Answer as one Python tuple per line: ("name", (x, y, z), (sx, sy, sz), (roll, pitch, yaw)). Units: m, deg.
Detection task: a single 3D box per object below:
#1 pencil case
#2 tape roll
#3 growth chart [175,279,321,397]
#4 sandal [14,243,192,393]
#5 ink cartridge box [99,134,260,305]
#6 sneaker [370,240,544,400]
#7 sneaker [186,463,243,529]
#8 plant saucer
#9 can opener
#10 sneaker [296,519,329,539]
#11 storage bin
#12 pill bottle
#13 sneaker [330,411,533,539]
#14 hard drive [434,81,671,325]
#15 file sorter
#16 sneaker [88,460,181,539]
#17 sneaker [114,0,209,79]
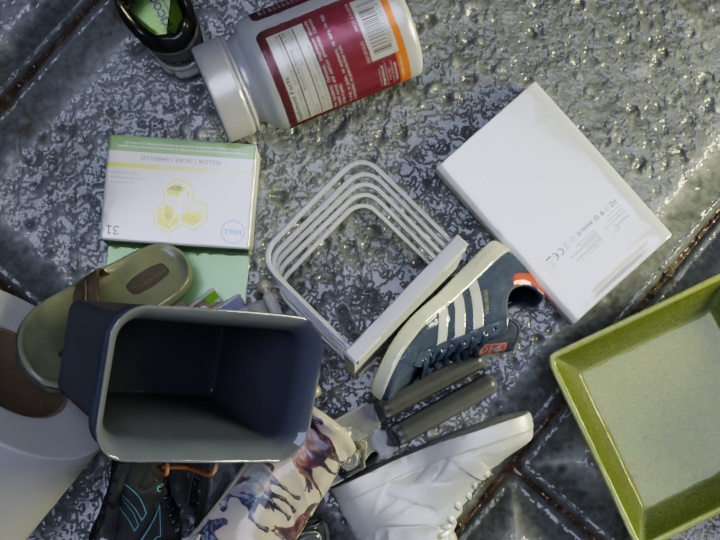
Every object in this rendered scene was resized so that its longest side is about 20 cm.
("pencil case", (-0.087, 0.204, 1.239), (0.089, 0.078, 0.200), (41, 79, -28))
("tape roll", (-0.335, 0.131, 1.228), (0.203, 0.203, 0.139), (42, 113, 4))
("growth chart", (-0.150, 0.088, 1.314), (0.199, 0.018, 0.145), (-24, 70, 7))
("sandal", (-0.227, 0.029, 1.252), (0.080, 0.057, 0.201), (45, 54, 3))
("ink cartridge box", (-0.176, -0.023, 1.347), (0.145, 0.048, 0.201), (4, 81, -1))
("sneaker", (0.095, 0.061, 1.305), (0.084, 0.075, 0.200), (40, 67, 12))
("sneaker", (-0.130, 0.216, 1.312), (0.090, 0.066, 0.201), (26, 82, 8))
("plant saucer", (0.303, 0.131, 1.336), (0.199, 0.048, 0.201), (-25, 84, -4))
("can opener", (0.033, 0.141, 1.334), (0.199, 0.067, 0.054), (-27, 83, -17))
("sneaker", (-0.015, 0.308, 1.293), (0.201, 0.077, 0.147), (10, 85, 1))
("storage bin", (-0.154, 0.091, 1.186), (0.199, 0.134, 0.146), (6, 97, -35))
("pill bottle", (-0.051, -0.203, 1.337), (0.199, 0.114, 0.115), (-22, 84, -3))
("sneaker", (0.085, 0.214, 1.314), (0.199, 0.074, 0.116), (-24, 85, 6))
("hard drive", (0.186, -0.066, 1.369), (0.132, 0.026, 0.200), (-41, 85, -6))
("file sorter", (0.000, 0.000, 1.271), (0.125, 0.200, 0.139), (44, 84, 6))
("sneaker", (-0.197, 0.209, 1.284), (0.079, 0.076, 0.201), (14, 118, -10))
("sneaker", (-0.213, -0.281, 1.357), (0.074, 0.087, 0.200), (-33, 84, -5))
